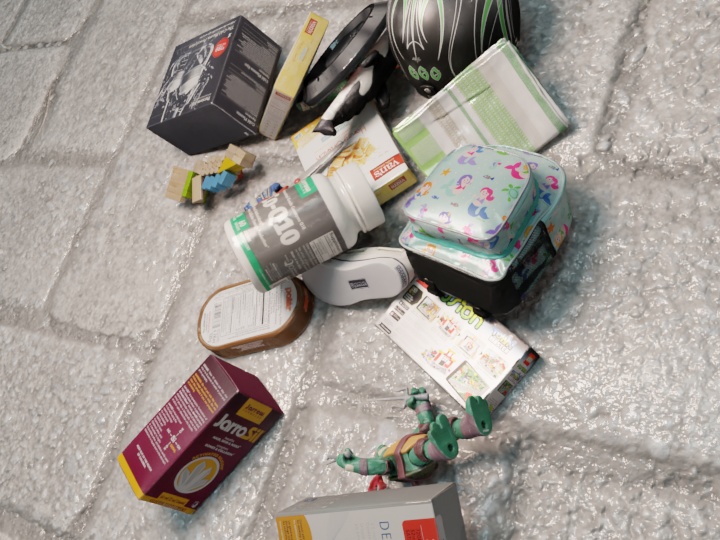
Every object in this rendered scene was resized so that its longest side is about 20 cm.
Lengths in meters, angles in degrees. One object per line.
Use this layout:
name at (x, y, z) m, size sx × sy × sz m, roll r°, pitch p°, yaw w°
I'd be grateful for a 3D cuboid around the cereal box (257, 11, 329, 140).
cereal box at (-0.112, -0.310, 1.317) m, size 0.144 × 0.039 × 0.200 m, roll -68°, pitch 9°, yaw -16°

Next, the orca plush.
orca plush at (0.014, -0.266, 1.208) m, size 0.200 × 0.071 × 0.105 m, roll -57°, pitch 7°, yaw -27°

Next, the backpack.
backpack at (0.160, -0.068, 1.006) m, size 0.177 × 0.151 × 0.200 m, roll 24°, pitch 60°, yaw 38°

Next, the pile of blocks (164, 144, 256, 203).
pile of blocks at (-0.246, -0.153, 1.389) m, size 0.200 × 0.062 × 0.082 m, roll -13°, pitch 71°, yaw 36°

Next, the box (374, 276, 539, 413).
box at (0.117, 0.087, 1.029) m, size 0.110 × 0.035 × 0.200 m, roll -49°, pitch 49°, yaw 1°

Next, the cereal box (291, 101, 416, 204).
cereal box at (-0.015, -0.172, 1.243) m, size 0.144 × 0.040 × 0.200 m, roll -33°, pitch 51°, yaw 10°

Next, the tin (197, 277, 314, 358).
tin at (-0.162, 0.067, 1.225) m, size 0.200 × 0.042 × 0.112 m, roll -16°, pitch 62°, yaw 26°

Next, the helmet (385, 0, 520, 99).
helmet at (0.130, -0.360, 1.152) m, size 0.200 × 0.191 × 0.200 m, roll -11°, pitch 38°, yaw 9°

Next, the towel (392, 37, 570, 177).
towel at (0.161, -0.195, 1.101) m, size 0.200 × 0.031 × 0.149 m, roll -37°, pitch 91°, yaw 15°

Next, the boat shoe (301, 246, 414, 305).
boat shoe at (0.000, 0.000, 1.135) m, size 0.200 × 0.072 × 0.066 m, roll -11°, pitch 21°, yaw 48°

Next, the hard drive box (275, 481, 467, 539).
hard drive box at (0.019, 0.328, 0.900) m, size 0.200 × 0.077 × 0.156 m, roll -15°, pitch 84°, yaw 27°

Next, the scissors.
scissors at (-0.107, -0.128, 1.227) m, size 0.200 × 0.014 × 0.073 m, roll -52°, pitch 38°, yaw -10°

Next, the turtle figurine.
turtle figurine at (0.056, 0.204, 0.963) m, size 0.200 × 0.101 × 0.150 m, roll -28°, pitch 13°, yaw 47°

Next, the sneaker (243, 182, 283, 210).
sneaker at (-0.099, -0.082, 1.240) m, size 0.085 × 0.077 × 0.200 m, roll -50°, pitch 50°, yaw -5°

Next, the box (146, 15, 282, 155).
box at (-0.258, -0.322, 1.434) m, size 0.200 × 0.104 × 0.182 m, roll -8°, pitch 62°, yaw 43°

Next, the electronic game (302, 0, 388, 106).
electronic game at (-0.021, -0.333, 1.249) m, size 0.200 × 0.042 × 0.200 m, roll -43°, pitch 20°, yaw 21°

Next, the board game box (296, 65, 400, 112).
board game box at (-0.009, -0.327, 1.325) m, size 0.200 × 0.023 × 0.105 m, roll -18°, pitch 33°, yaw 26°

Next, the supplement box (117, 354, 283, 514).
supplement box at (-0.221, 0.228, 1.126) m, size 0.200 × 0.110 × 0.086 m, roll -48°, pitch 50°, yaw 2°

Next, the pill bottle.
pill bottle at (-0.075, -0.062, 1.115) m, size 0.200 × 0.113 × 0.113 m, roll -28°, pitch 51°, yaw -2°
